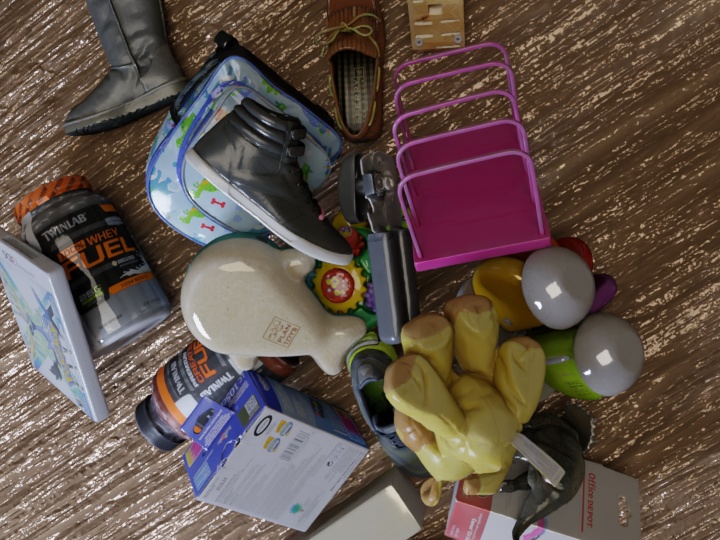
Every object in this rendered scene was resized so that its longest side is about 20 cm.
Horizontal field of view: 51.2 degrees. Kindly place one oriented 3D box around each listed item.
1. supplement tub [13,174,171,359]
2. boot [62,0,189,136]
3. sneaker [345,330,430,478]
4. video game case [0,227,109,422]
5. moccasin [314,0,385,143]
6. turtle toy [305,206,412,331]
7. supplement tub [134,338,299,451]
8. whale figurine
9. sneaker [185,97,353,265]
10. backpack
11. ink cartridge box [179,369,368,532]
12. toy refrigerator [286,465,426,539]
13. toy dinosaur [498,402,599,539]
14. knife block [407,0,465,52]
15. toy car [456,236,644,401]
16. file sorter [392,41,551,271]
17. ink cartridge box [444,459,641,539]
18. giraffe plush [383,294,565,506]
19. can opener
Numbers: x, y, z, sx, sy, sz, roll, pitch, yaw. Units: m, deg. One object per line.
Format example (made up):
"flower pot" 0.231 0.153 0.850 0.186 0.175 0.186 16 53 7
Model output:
"supplement tub" -0.329 -0.006 0.915 0.122 0.123 0.201 -32 89 10
"boot" -0.311 -0.284 0.919 0.180 0.073 0.202 -23 97 -3
"sneaker" 0.035 0.171 0.867 0.073 0.081 0.201 -24 114 12
"video game case" -0.373 0.062 0.892 0.181 0.022 0.202 22 129 41
"moccasin" -0.011 -0.251 0.865 0.072 0.078 0.205 2 94 9
"turtle toy" 0.000 0.000 0.869 0.199 0.101 0.147 -36 88 10
"supplement tub" -0.177 0.132 0.907 0.199 0.107 0.107 -39 87 10
"whale figurine" -0.093 0.036 0.810 0.198 0.104 0.160 25 111 -17
"sneaker" -0.066 -0.091 0.749 0.199 0.071 0.100 37 100 -17
"backpack" -0.140 -0.122 0.842 0.182 0.147 0.200 35 106 -26
"ink cartridge box" -0.107 0.203 0.859 0.199 0.076 0.137 31 100 -39
"toy refrigerator" -0.017 0.327 0.908 0.199 0.076 0.070 -37 87 10
"toy dinosaur" 0.199 0.199 0.799 0.101 0.200 0.078 6 120 19
"knife block" 0.087 -0.379 0.857 0.063 0.177 0.201 0 139 11
"toy car" 0.215 0.042 0.819 0.201 0.174 0.150 50 59 -9
"file sorter" 0.107 -0.126 0.777 0.137 0.202 0.126 -11 136 11
"ink cartridge box" 0.204 0.262 0.838 0.197 0.117 0.068 16 127 9
"giraffe plush" 0.099 0.150 0.770 0.171 0.162 0.201 -25 74 -26
"can opener" 0.019 -0.025 0.796 0.066 0.053 0.203 -5 93 42
